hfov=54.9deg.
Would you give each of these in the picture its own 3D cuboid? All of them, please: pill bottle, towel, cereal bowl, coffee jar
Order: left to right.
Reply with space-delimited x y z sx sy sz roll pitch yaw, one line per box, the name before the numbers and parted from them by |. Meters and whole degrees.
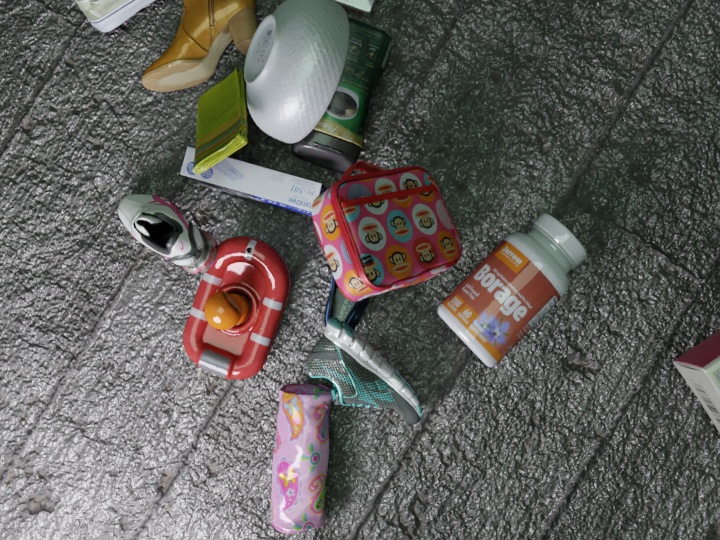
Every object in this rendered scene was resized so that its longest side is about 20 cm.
towel | -0.196 -0.212 0.961 0.085 0.202 0.018 -28 130 14
cereal bowl | -0.101 -0.281 0.935 0.082 0.199 0.204 15 90 -31
coffee jar | -0.029 -0.246 0.984 0.102 0.085 0.204 17 89 -10
pill bottle | 0.208 0.023 0.944 0.112 0.112 0.200 44 92 5

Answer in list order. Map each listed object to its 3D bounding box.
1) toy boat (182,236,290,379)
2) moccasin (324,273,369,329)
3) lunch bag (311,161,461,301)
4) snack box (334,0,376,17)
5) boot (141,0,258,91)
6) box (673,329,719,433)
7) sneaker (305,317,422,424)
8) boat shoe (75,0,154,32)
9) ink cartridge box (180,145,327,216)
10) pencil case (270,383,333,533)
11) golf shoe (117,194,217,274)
toy boat | -0.179 0.052 0.968 0.128 0.131 0.204 19 90 5
moccasin | 0.000 0.000 0.985 0.079 0.068 0.205 12 89 5
lunch bag | 0.033 -0.064 0.931 0.081 0.198 0.179 -30 80 48
snack box | -0.065 -0.443 1.026 0.196 0.024 0.073 21 91 5
boot | -0.247 -0.364 1.027 0.198 0.071 0.147 -22 78 6
box | 0.545 0.122 0.912 0.198 0.109 0.129 -34 85 3
sneaker | 0.003 0.156 0.958 0.091 0.078 0.200 -46 107 1
boat shoe | -0.330 -0.434 1.021 0.199 0.062 0.072 -39 61 4
ink cartridge box | -0.146 -0.123 0.989 0.196 0.094 0.045 16 90 6
pencil case | -0.082 0.264 0.980 0.085 0.087 0.205 3 89 5
golf shoe | -0.287 -0.068 0.976 0.198 0.092 0.074 27 85 33
